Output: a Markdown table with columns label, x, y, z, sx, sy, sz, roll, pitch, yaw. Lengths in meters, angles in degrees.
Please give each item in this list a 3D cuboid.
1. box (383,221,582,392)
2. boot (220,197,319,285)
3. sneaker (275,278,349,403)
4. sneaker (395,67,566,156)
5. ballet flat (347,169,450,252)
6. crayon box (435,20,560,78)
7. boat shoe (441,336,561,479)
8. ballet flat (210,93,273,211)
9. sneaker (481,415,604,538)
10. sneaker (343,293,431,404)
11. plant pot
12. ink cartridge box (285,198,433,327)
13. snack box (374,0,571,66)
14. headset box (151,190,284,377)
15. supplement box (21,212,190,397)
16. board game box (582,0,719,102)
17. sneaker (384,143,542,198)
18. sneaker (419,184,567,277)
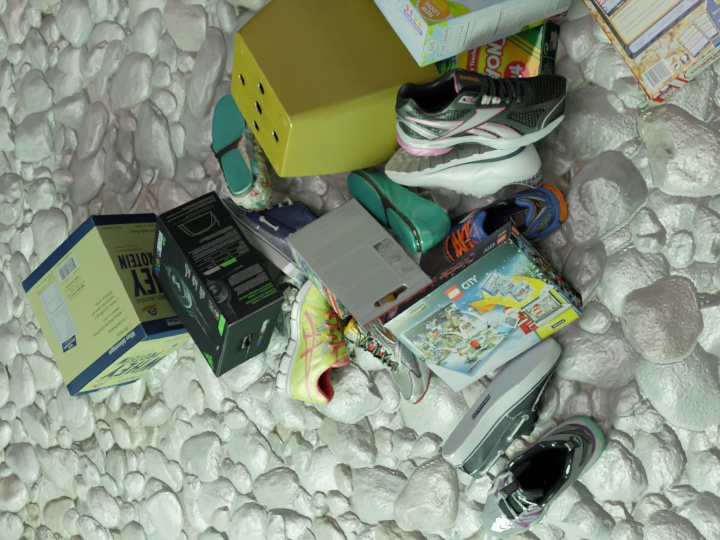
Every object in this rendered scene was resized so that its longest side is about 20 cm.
| label | x | y | z | sx | sy | sz | roll | pitch | yaw |
| --- | --- | --- | --- | --- | --- | --- | --- | --- | --- |
| box | 0.145 | 0.048 | 1.174 | 0.199 | 0.038 | 0.136 | -36 | 112 | 29 |
| boot | -0.117 | -0.067 | 1.368 | 0.199 | 0.073 | 0.091 | 37 | 91 | 28 |
| sneaker | -0.049 | 0.090 | 1.331 | 0.089 | 0.078 | 0.202 | 20 | 111 | 21 |
| sneaker | 0.130 | -0.183 | 1.078 | 0.197 | 0.087 | 0.081 | -14 | 55 | 7 |
| ballet flat | 0.053 | -0.083 | 1.240 | 0.200 | 0.070 | 0.068 | 45 | 154 | 52 |
| crayon box | 0.134 | -0.238 | 1.190 | 0.198 | 0.051 | 0.129 | 10 | 100 | 32 |
| boat shoe | 0.184 | 0.170 | 1.189 | 0.067 | 0.072 | 0.201 | 36 | 101 | -11 |
| ballet flat | -0.165 | -0.159 | 1.372 | 0.075 | 0.064 | 0.202 | -27 | 52 | 17 |
| sneaker | 0.188 | 0.253 | 1.145 | 0.078 | 0.139 | 0.201 | 45 | 115 | 21 |
| sneaker | 0.020 | 0.086 | 1.265 | 0.201 | 0.082 | 0.078 | 58 | 145 | 17 |
| plant pot | -0.048 | -0.228 | 1.182 | 0.201 | 0.175 | 0.200 | 59 | 160 | 14 |
| ink cartridge box | 0.000 | 0.000 | 1.223 | 0.108 | 0.051 | 0.200 | -31 | 46 | -12 |
| snack box | 0.114 | -0.333 | 1.095 | 0.170 | 0.198 | 0.068 | 58 | 161 | 25 |
| headset box | -0.197 | 0.027 | 1.359 | 0.201 | 0.092 | 0.175 | 55 | 153 | 16 |
| supplement box | -0.375 | 0.051 | 1.495 | 0.199 | 0.134 | 0.201 | -36 | 75 | 30 |
| board game box | 0.324 | -0.309 | 1.063 | 0.151 | 0.046 | 0.201 | -38 | 74 | 30 |
| sneaker | 0.119 | -0.120 | 1.174 | 0.198 | 0.081 | 0.077 | -2 | 49 | 37 |
| sneaker | 0.147 | -0.048 | 1.182 | 0.199 | 0.078 | 0.076 | -31 | 77 | 31 |
